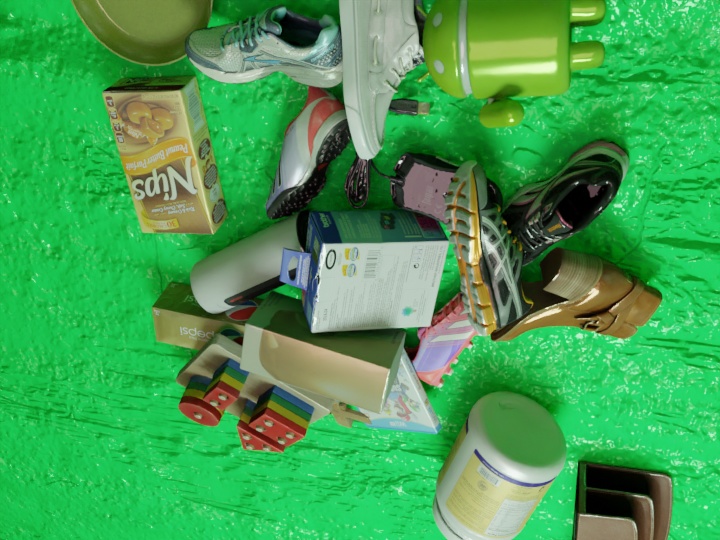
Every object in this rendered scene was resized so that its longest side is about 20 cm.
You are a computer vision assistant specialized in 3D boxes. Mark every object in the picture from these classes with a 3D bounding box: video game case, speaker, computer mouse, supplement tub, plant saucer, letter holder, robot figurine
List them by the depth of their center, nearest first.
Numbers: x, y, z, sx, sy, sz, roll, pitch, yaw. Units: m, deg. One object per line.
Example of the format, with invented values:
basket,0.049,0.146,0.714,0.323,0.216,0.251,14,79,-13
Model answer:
robot figurine,0.153,-0.240,0.856,0.195,0.116,0.180,1,101,16
plant saucer,-0.260,-0.348,0.981,0.195,0.031,0.204,9,123,14
computer mouse,0.083,-0.132,1.000,0.195,0.046,0.144,13,111,10
speaker,-0.138,-0.009,1.124,0.197,0.082,0.082,-22,113,28
supplement tub,0.189,0.288,1.163,0.143,0.146,0.203,22,126,3
video game case,0.022,0.147,1.180,0.141,0.018,0.203,-4,121,43
letter holder,0.379,0.394,1.195,0.138,0.101,0.204,4,122,14

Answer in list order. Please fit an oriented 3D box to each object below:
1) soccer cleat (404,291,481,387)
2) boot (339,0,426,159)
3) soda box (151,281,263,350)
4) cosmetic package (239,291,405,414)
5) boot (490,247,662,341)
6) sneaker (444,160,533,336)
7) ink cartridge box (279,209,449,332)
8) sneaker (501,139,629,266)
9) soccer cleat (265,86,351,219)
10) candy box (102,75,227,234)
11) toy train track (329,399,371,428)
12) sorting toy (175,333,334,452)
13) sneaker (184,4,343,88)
soccer cleat,0.119,0.075,1.104,0.075,0.067,0.202,30,128,3
boot,0.032,-0.228,0.918,0.093,0.074,0.205,0,108,16
soda box,-0.203,0.078,1.208,0.195,0.068,0.065,10,125,13
cosmetic package,-0.048,0.104,1.075,0.195,0.106,0.073,15,116,8
boot,0.265,0.050,1.041,0.152,0.078,0.201,18,138,-16
sneaker,0.150,-0.030,0.963,0.075,0.078,0.205,-14,106,-11
ink cartridge box,0.000,0.000,1.034,0.195,0.077,0.139,-3,126,-18
sneaker,0.223,-0.067,0.962,0.080,0.087,0.200,37,126,-6
soccer cleat,-0.074,-0.144,1.037,0.074,0.067,0.201,54,135,16
candy box,-0.254,-0.149,1.089,0.112,0.056,0.204,2,122,17
toy train track,-0.040,0.174,1.200,0.112,0.033,0.201,13,152,21
sorting toy,-0.171,0.200,1.219,0.198,0.071,0.198,32,146,-14
sneaker,-0.108,-0.267,0.937,0.194,0.080,0.087,3,158,6
